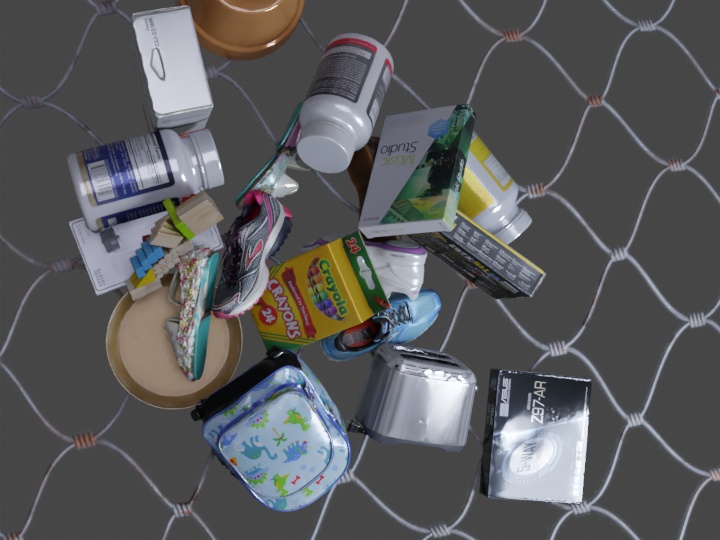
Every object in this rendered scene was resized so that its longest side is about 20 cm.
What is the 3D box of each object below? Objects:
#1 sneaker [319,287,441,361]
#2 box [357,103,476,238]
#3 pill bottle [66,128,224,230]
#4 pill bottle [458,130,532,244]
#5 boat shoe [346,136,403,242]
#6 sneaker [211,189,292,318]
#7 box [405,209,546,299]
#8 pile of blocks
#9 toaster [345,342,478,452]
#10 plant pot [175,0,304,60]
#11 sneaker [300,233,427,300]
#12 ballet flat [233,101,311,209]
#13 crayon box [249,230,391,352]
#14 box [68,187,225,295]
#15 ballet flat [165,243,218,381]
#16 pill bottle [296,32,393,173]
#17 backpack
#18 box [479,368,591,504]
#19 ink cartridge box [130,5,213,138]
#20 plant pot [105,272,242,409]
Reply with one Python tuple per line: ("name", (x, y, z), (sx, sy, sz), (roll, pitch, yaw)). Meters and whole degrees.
("sneaker", (0.039, 0.086, 1.598), (0.199, 0.090, 0.079), (-25, 92, -13))
("box", (0.083, -0.145, 1.530), (0.036, 0.144, 0.201), (42, 53, -47))
("pill bottle", (-0.297, -0.133, 1.470), (0.199, 0.111, 0.112), (-16, 90, -11))
("pill bottle", (0.172, -0.130, 1.629), (0.112, 0.112, 0.200), (-41, 95, -11))
("boat shoe", (0.033, -0.109, 1.621), (0.070, 0.070, 0.201), (-18, 98, -52))
("sneaker", (-0.172, -0.022, 1.525), (0.075, 0.080, 0.201), (42, 59, -42))
("box", (0.166, -0.030, 1.597), (0.200, 0.160, 0.049), (35, 80, -7))
("pile of blocks", (-0.276, -0.048, 1.452), (0.200, 0.082, 0.062), (-45, 59, 21))
("toaster", (0.079, 0.187, 1.571), (0.199, 0.114, 0.130), (11, 100, -21))
("plant pot", (-0.172, -0.426, 1.558), (0.199, 0.140, 0.201), (1, 87, -13))
("sneaker", (0.000, 0.000, 1.577), (0.199, 0.075, 0.100), (8, 109, 21))
("ballet flat", (-0.111, -0.163, 1.595), (0.071, 0.069, 0.200), (35, 76, -12))
("crayon box", (-0.069, 0.036, 1.542), (0.199, 0.051, 0.127), (-24, 92, 25))
("box", (-0.312, -0.050, 1.545), (0.199, 0.060, 0.117), (-22, 91, -12))
("ballet flat", (-0.247, 0.058, 1.519), (0.064, 0.076, 0.201), (10, 96, 10))
("pill bottle", (-0.026, -0.245, 1.559), (0.110, 0.111, 0.201), (25, 57, -10))
("backpack", (-0.113, 0.244, 1.516), (0.183, 0.147, 0.200), (-36, 111, 2))
("box", (0.277, 0.261, 1.663), (0.159, 0.044, 0.201), (8, 85, -12))
("ink cartridge box", (-0.272, -0.273, 1.495), (0.083, 0.200, 0.145), (-14, 90, -12))
("plant pot", (-0.276, 0.104, 1.561), (0.199, 0.027, 0.201), (1, 87, -13))
